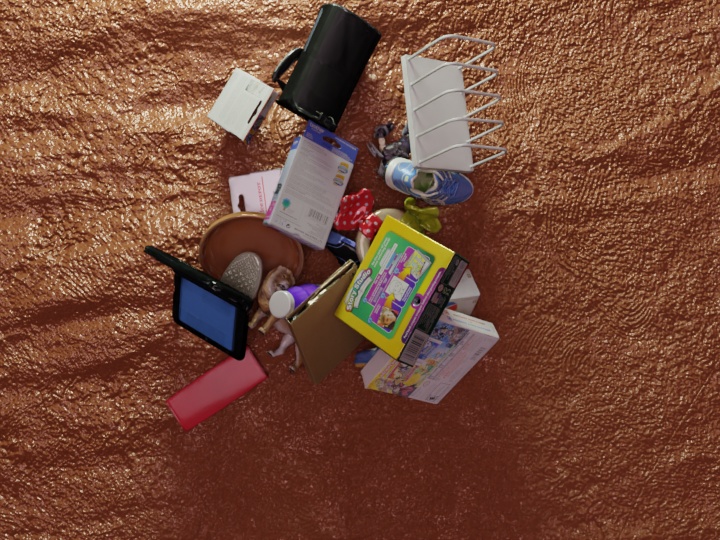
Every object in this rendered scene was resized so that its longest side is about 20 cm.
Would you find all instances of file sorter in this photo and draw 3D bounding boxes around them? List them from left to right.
[{"bbox_3d":[0.169,-0.289,1.427,0.136,0.124,0.205,-1,82,-35],"label":"file sorter"}]

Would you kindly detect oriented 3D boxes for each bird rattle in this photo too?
[{"bbox_3d":[0.049,-0.066,1.495,0.195,0.112,0.167,1,86,-19],"label":"bird rattle"}]

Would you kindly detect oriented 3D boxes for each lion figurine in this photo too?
[{"bbox_3d":[-0.142,0.094,1.549,0.071,0.202,0.123,14,56,38],"label":"lion figurine"}]

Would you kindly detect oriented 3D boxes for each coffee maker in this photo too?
[{"bbox_3d":[-0.047,-0.363,1.477,0.191,0.134,0.203,31,96,44],"label":"coffee maker"}]

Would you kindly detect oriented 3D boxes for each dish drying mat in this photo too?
[{"bbox_3d":[-0.281,0.231,1.599,0.198,0.018,0.078,-34,93,2],"label":"dish drying mat"}]

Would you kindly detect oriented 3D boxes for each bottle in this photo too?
[{"bbox_3d":[-0.092,0.067,1.495,0.064,0.199,0.085,15,94,30],"label":"bottle"}]

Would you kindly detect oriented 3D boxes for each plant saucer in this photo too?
[{"bbox_3d":[-0.203,-0.034,1.526,0.195,0.038,0.203,-2,132,-2],"label":"plant saucer"}]

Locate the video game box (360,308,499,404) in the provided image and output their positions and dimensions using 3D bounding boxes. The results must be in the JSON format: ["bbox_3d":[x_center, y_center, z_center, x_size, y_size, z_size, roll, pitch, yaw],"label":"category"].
[{"bbox_3d":[0.125,0.155,1.489,0.180,0.047,0.201,16,126,-35],"label":"video game box"}]

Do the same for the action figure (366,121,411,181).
[{"bbox_3d":[0.097,-0.249,1.540,0.130,0.069,0.201,41,97,-8],"label":"action figure"}]

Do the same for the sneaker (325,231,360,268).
[{"bbox_3d":[0.000,0.000,1.552,0.198,0.070,0.079,32,86,-2],"label":"sneaker"}]

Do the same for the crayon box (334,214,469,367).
[{"bbox_3d":[0.067,0.032,1.396,0.172,0.058,0.203,32,94,42],"label":"crayon box"}]

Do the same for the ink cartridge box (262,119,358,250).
[{"bbox_3d":[-0.087,-0.153,1.470,0.118,0.042,0.204,24,82,-27],"label":"ink cartridge box"}]

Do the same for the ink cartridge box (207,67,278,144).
[{"bbox_3d":[-0.204,-0.293,1.480,0.050,0.200,0.110,29,95,-36],"label":"ink cartridge box"}]

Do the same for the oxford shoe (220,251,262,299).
[{"bbox_3d":[-0.230,0.049,1.541,0.074,0.058,0.203,25,116,10],"label":"oxford shoe"}]

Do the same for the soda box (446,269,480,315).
[{"bbox_3d":[0.118,0.053,1.512,0.196,0.069,0.065,-8,55,-20],"label":"soda box"}]

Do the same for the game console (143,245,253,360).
[{"bbox_3d":[-0.302,0.060,1.484,0.197,0.176,0.118,24,85,29],"label":"game console"}]

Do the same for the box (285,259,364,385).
[{"bbox_3d":[-0.051,0.098,1.485,0.021,0.202,0.163,34,66,33],"label":"box"}]

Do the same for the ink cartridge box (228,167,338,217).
[{"bbox_3d":[-0.142,-0.134,1.548,0.195,0.068,0.119,-8,93,1],"label":"ink cartridge box"}]

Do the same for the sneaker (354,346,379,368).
[{"bbox_3d":[0.078,0.134,1.564,0.196,0.075,0.090,-13,85,-7],"label":"sneaker"}]

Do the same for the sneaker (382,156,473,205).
[{"bbox_3d":[0.136,-0.154,1.504,0.197,0.077,0.077,5,107,-35],"label":"sneaker"}]
